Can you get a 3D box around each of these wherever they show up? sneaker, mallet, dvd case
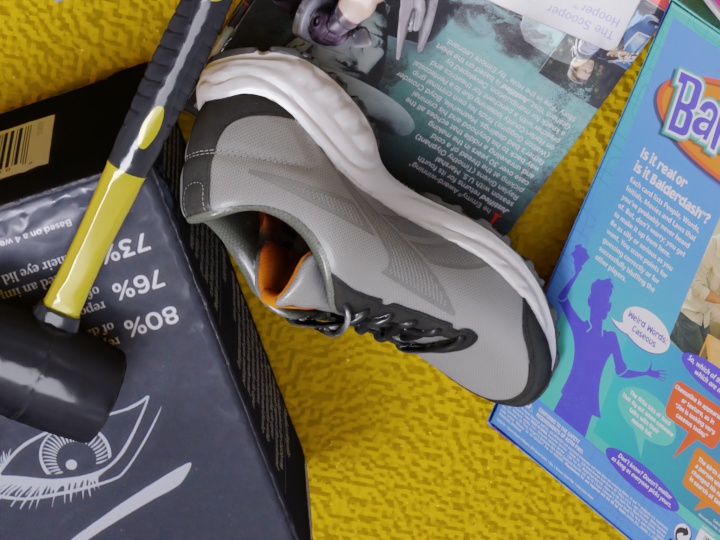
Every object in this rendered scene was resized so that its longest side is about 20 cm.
[{"bbox_3d":[0.000,0.000,1.117,0.074,0.080,0.200,-12,138,44],"label":"sneaker"},{"bbox_3d":[-0.096,-0.034,1.039,0.066,0.041,0.200,15,109,-13],"label":"mallet"},{"bbox_3d":[0.041,-0.110,1.130,0.146,0.022,0.200,29,109,-15],"label":"dvd case"}]

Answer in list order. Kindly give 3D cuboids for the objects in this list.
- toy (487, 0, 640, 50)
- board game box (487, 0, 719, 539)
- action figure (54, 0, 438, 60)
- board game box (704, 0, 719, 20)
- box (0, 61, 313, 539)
[{"bbox_3d":[0.088,-0.181,1.061,0.115,0.047,0.200,22,111,-10],"label":"toy"},{"bbox_3d":[0.147,0.016,1.128,0.045,0.152,0.200,-4,125,-46],"label":"board game box"},{"bbox_3d":[-0.042,-0.141,1.066,0.199,0.069,0.131,2,111,6],"label":"action figure"},{"bbox_3d":[0.248,-0.103,1.041,0.200,0.200,0.026,-34,155,-2],"label":"board game box"},{"bbox_3d":[-0.117,0.042,1.148,0.148,0.104,0.200,-17,115,5],"label":"box"}]
